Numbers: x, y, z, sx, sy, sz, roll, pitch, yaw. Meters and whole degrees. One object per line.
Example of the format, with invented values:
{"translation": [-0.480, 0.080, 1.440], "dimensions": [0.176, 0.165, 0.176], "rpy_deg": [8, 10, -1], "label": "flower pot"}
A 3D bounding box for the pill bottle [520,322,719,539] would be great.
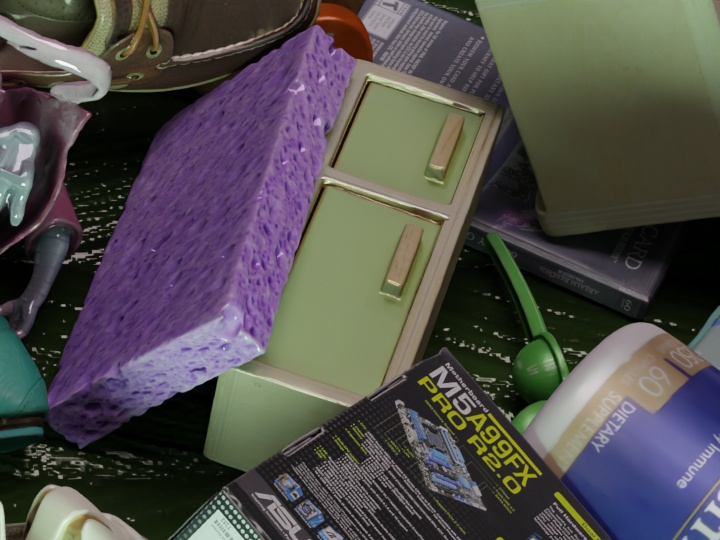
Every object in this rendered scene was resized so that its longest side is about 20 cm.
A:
{"translation": [0.152, 0.120, 1.087], "dimensions": [0.200, 0.116, 0.116], "rpy_deg": [36, 46, 15], "label": "pill bottle"}

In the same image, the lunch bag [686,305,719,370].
{"translation": [0.209, 0.081, 1.226], "dimensions": [0.160, 0.077, 0.200], "rpy_deg": [33, 45, 17], "label": "lunch bag"}

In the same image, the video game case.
{"translation": [0.069, -0.061, 1.382], "dimensions": [0.200, 0.019, 0.143], "rpy_deg": [25, 43, 9], "label": "video game case"}

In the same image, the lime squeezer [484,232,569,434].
{"translation": [0.064, 0.057, 1.246], "dimensions": [0.071, 0.038, 0.200], "rpy_deg": [-2, 40, 24], "label": "lime squeezer"}

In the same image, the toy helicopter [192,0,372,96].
{"translation": [-0.095, -0.138, 1.342], "dimensions": [0.200, 0.132, 0.079], "rpy_deg": [-13, 34, -2], "label": "toy helicopter"}

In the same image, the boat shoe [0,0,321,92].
{"translation": [-0.114, -0.112, 1.270], "dimensions": [0.200, 0.072, 0.072], "rpy_deg": [-4, 8, -7], "label": "boat shoe"}

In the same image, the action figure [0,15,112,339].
{"translation": [-0.174, -0.056, 1.209], "dimensions": [0.134, 0.149, 0.200], "rpy_deg": [28, 10, 1], "label": "action figure"}

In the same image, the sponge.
{"translation": [-0.068, -0.016, 1.229], "dimensions": [0.030, 0.112, 0.200], "rpy_deg": [44, 36, -23], "label": "sponge"}

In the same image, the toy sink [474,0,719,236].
{"translation": [0.132, -0.095, 1.324], "dimensions": [0.112, 0.200, 0.130], "rpy_deg": [-7, 39, 20], "label": "toy sink"}

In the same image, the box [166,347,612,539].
{"translation": [0.044, 0.135, 0.991], "dimensions": [0.200, 0.044, 0.160], "rpy_deg": [49, 33, 7], "label": "box"}

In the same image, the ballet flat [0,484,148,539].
{"translation": [-0.129, 0.111, 1.063], "dimensions": [0.200, 0.064, 0.067], "rpy_deg": [1, 25, -41], "label": "ballet flat"}

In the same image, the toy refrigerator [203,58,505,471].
{"translation": [0.000, 0.000, 1.244], "dimensions": [0.076, 0.070, 0.200], "rpy_deg": [18, 47, 4], "label": "toy refrigerator"}

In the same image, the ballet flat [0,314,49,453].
{"translation": [-0.221, 0.053, 1.132], "dimensions": [0.200, 0.067, 0.070], "rpy_deg": [-11, 78, -32], "label": "ballet flat"}
